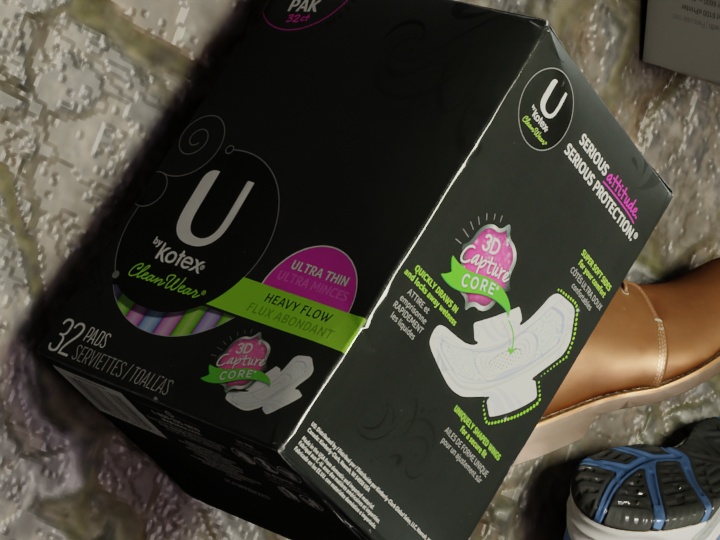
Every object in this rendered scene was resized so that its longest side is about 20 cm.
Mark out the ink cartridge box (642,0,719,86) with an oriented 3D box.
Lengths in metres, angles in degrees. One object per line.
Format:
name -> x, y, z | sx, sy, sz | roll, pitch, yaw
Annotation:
ink cartridge box -> 0.217, -0.189, 1.301 | 0.145, 0.084, 0.200 | -6, 107, -33

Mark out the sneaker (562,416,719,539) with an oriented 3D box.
sneaker -> 0.166, 0.123, 1.352 | 0.200, 0.076, 0.077 | -3, 122, -39

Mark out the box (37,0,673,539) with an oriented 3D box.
box -> 0.000, 0.000, 1.124 | 0.200, 0.148, 0.124 | -57, 136, -16

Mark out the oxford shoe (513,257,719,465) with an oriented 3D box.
oxford shoe -> 0.114, 0.025, 1.284 | 0.200, 0.071, 0.071 | -23, 107, -33
